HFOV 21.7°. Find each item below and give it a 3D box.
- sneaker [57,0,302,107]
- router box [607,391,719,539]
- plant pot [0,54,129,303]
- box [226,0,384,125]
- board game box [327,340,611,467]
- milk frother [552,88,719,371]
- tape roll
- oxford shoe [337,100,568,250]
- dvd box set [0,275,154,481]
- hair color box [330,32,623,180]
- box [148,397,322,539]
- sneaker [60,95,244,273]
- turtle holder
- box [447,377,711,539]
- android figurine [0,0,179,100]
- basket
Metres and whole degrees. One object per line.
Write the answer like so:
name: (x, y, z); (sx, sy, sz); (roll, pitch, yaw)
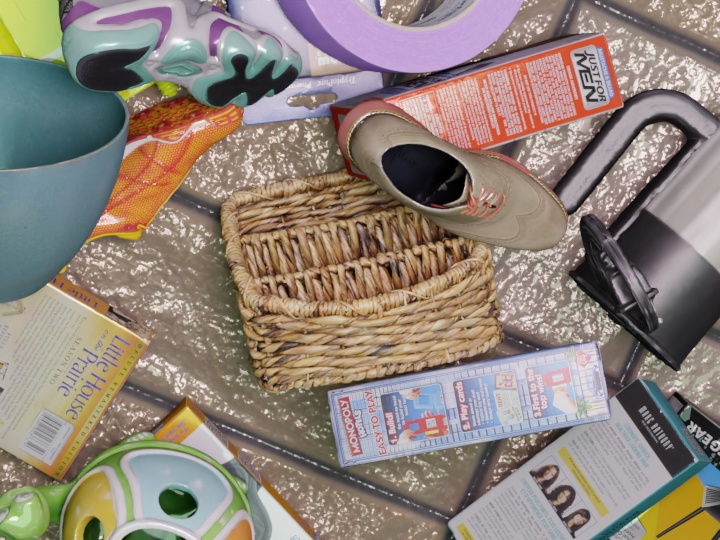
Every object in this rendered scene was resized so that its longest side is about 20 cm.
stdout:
sneaker: (-0.139, -0.200, 1.396); (0.200, 0.078, 0.140); (5, 56, -41)
router box: (0.295, 0.219, 1.550); (0.200, 0.051, 0.149); (37, 96, -9)
plant pot: (-0.270, -0.056, 1.350); (0.200, 0.200, 0.135); (3, 118, -6)
box: (-0.046, -0.218, 1.464); (0.121, 0.032, 0.200); (-7, 100, -5)
board game box: (0.074, 0.104, 1.443); (0.199, 0.200, 0.062); (-10, 86, -4)
milk frother: (0.255, -0.035, 1.430); (0.180, 0.200, 0.188); (41, 92, -19)
tape roll: (0.031, -0.250, 1.424); (0.200, 0.066, 0.201); (-2, 96, -21)
oxford shoe: (0.075, -0.053, 1.358); (0.200, 0.075, 0.071); (21, 106, -27)
dvd box set: (-0.283, 0.057, 1.465); (0.200, 0.029, 0.146); (31, 108, -9)
hair color box: (0.087, -0.127, 1.440); (0.200, 0.111, 0.064); (-16, 99, -10)
box: (-0.116, 0.215, 1.516); (0.119, 0.041, 0.200); (-43, 98, 1)
sneaker: (-0.173, -0.072, 1.462); (0.200, 0.073, 0.077); (-31, 115, 7)
turtle holder: (-0.168, 0.193, 1.422); (0.185, 0.132, 0.141); (43, 94, -10)
box: (0.173, 0.178, 1.497); (0.200, 0.049, 0.082); (-39, 70, 14)
android figurine: (-0.214, -0.209, 1.443); (0.182, 0.041, 0.200); (-29, 98, -2)
basket: (0.000, 0.000, 1.443); (0.200, 0.143, 0.149); (-10, 100, -4)
